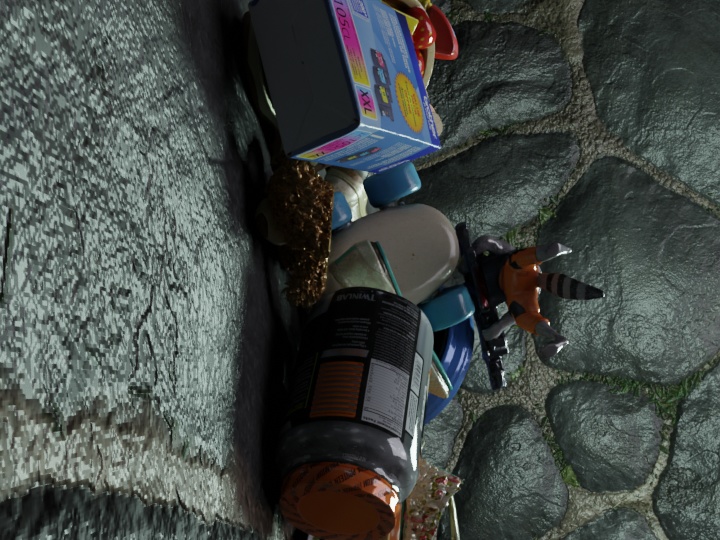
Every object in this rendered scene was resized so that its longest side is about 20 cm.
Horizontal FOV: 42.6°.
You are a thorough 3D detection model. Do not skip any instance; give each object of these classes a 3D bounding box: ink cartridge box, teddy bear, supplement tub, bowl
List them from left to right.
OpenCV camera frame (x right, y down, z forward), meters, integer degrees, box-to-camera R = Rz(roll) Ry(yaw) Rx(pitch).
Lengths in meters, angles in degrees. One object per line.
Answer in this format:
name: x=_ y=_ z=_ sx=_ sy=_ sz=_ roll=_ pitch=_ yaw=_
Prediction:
teddy bear: x=-0.059 y=-0.042 z=0.841 sx=0.200 sy=0.067 sz=0.145 roll=-99 pitch=-169 yaw=-77
supplement tub: x=-0.004 y=0.123 z=0.801 sx=0.123 sy=0.122 sz=0.200 roll=79 pitch=17 yaw=-45
ink cartridge box: x=-0.001 y=-0.164 z=0.805 sx=0.200 sy=0.076 sz=0.137 roll=-1 pitch=75 yaw=-65
bowl: x=0.045 y=0.100 z=1.109 sx=0.039 sy=0.200 sz=0.201 roll=36 pitch=38 yaw=-36

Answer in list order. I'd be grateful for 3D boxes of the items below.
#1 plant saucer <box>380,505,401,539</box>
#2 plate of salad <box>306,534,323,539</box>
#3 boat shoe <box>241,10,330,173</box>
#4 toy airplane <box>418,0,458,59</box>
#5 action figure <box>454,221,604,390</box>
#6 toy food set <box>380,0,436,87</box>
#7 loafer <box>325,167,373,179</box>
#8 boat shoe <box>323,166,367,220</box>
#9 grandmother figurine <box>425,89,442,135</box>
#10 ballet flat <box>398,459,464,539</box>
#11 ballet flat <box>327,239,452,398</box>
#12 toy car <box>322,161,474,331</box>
plant saucer: x=0.025 y=0.214 z=0.931 sx=0.200 sy=0.037 sz=0.201 roll=7 pitch=90 yaw=-81
plate of salad: x=-0.025 y=0.328 z=0.837 sx=0.200 sy=0.048 sz=0.201 roll=-6 pitch=90 yaw=-84
boat shoe: x=-0.056 y=-0.165 z=0.860 sx=0.202 sy=0.075 sz=0.075 roll=74 pitch=12 yaw=-61
toy airplane: x=0.016 y=-0.332 z=1.110 sx=0.141 sy=0.199 sz=0.200 roll=-58 pitch=-148 yaw=9
action figure: x=0.180 y=0.038 z=1.035 sx=0.193 sy=0.104 sz=0.200 roll=-149 pitch=-136 yaw=-69
toy food set: x=0.000 y=-0.212 z=1.006 sx=0.049 sy=0.198 sz=0.200 roll=47 pitch=-63 yaw=43
loafer: x=-0.028 y=-0.172 z=1.139 sx=0.071 sy=0.073 sz=0.200 roll=-53 pitch=135 yaw=-35
boat shoe: x=-0.026 y=-0.056 z=1.163 sx=0.065 sy=0.071 sz=0.200 roll=-55 pitch=157 yaw=-20
grandmother figurine: x=0.018 y=-0.183 z=1.199 sx=0.061 sy=0.200 sz=0.122 roll=-34 pitch=111 yaw=-34
ballet flat: x=0.065 y=0.291 z=0.924 sx=0.076 sy=0.064 sz=0.201 roll=-20 pitch=116 yaw=-81
ballet flat: x=0.027 y=0.057 z=0.917 sx=0.200 sy=0.062 sz=0.067 roll=62 pitch=-1 yaw=-26
toy car: x=0.000 y=0.000 z=1.063 sx=0.185 sy=0.177 sz=0.200 roll=65 pitch=-25 yaw=-4
